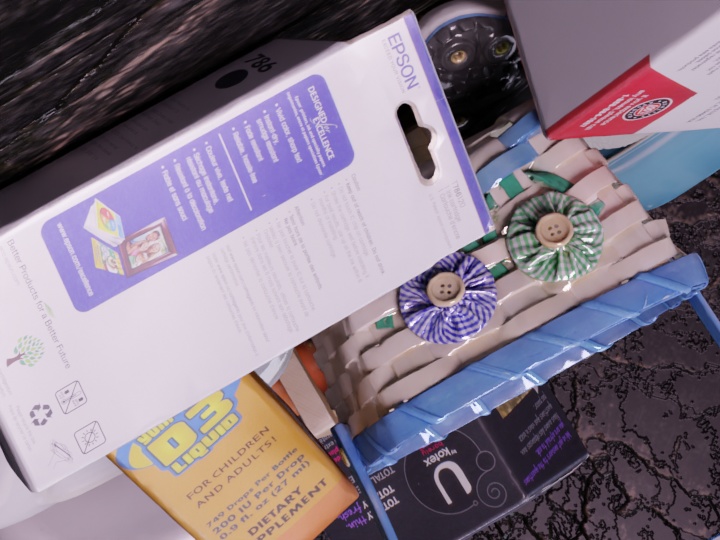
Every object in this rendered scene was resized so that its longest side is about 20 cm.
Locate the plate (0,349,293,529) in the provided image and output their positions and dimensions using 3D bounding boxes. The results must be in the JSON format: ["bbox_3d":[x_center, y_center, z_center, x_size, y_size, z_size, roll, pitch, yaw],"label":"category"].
[{"bbox_3d":[-0.079,0.022,1.283,0.200,0.032,0.200,-27,150,-38],"label":"plate"}]

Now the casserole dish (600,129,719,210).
[{"bbox_3d":[0.150,-0.108,1.427,0.039,0.122,0.200,4,156,-32],"label":"casserole dish"}]

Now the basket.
[{"bbox_3d":[0.067,0.048,1.243,0.176,0.201,0.139,-31,179,-12],"label":"basket"}]

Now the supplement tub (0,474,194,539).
[{"bbox_3d":[-0.123,0.117,1.478,0.144,0.145,0.200,-30,160,-17],"label":"supplement tub"}]

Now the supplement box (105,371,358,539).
[{"bbox_3d":[-0.076,0.052,1.200,0.067,0.069,0.200,-42,142,-1],"label":"supplement box"}]

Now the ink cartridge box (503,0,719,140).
[{"bbox_3d":[0.179,-0.121,1.215,0.199,0.084,0.144,-5,162,-34],"label":"ink cartridge box"}]

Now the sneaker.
[{"bbox_3d":[0.072,-0.095,1.332,0.072,0.073,0.200,-41,158,22],"label":"sneaker"}]

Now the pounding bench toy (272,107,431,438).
[{"bbox_3d":[0.000,0.000,1.505,0.156,0.125,0.200,-31,176,5],"label":"pounding bench toy"}]

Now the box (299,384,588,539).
[{"bbox_3d":[0.015,0.057,1.683,0.122,0.201,0.106,-32,176,26],"label":"box"}]

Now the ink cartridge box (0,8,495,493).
[{"bbox_3d":[-0.055,-0.012,1.086,0.199,0.100,0.039,-28,-153,-13],"label":"ink cartridge box"}]
